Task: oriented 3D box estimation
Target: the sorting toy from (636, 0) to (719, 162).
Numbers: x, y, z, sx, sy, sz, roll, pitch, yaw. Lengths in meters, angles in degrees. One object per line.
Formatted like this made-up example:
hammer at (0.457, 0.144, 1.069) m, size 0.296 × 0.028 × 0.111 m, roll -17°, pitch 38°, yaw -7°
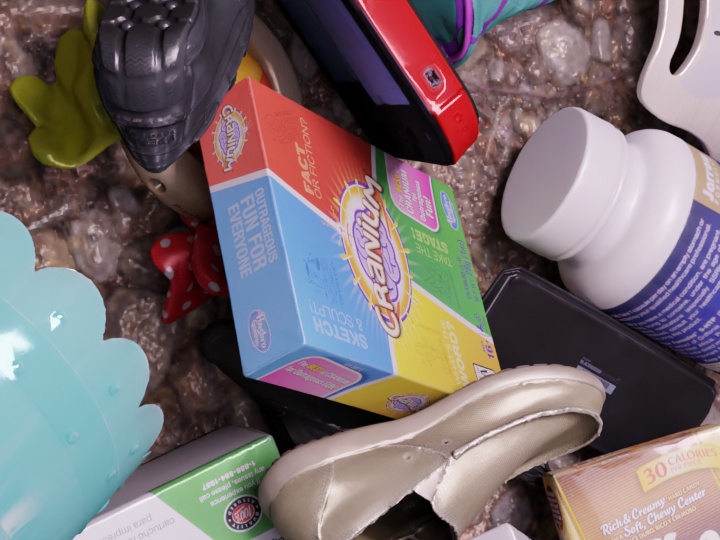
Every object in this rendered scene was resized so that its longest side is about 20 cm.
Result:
sorting toy at (0.239, -0.162, 0.897) m, size 0.178 × 0.106 × 0.203 m, roll 1°, pitch 88°, yaw -37°

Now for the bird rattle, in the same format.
bird rattle at (-0.084, -0.077, 0.778) m, size 0.200 × 0.112 × 0.164 m, roll 45°, pitch 56°, yaw -20°

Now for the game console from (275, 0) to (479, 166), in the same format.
game console at (-0.018, -0.145, 0.764) m, size 0.031 × 0.177 × 0.201 m, roll -37°, pitch 104°, yaw -11°

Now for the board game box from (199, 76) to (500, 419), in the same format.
board game box at (0.000, 0.000, 0.758) m, size 0.199 × 0.040 × 0.155 m, roll 22°, pitch 48°, yaw -52°

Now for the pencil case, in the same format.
pencil case at (0.088, -0.186, 0.829) m, size 0.199 × 0.084 × 0.094 m, roll -32°, pitch 129°, yaw -43°

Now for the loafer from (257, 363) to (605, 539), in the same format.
loafer at (0.046, 0.111, 0.740) m, size 0.197 × 0.076 × 0.069 m, roll -18°, pitch 60°, yaw -11°

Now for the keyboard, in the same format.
keyboard at (0.131, 0.087, 0.883) m, size 0.199 × 0.021 × 0.128 m, roll 29°, pitch 98°, yaw -28°

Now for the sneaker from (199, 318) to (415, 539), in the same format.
sneaker at (-0.015, 0.098, 0.816) m, size 0.199 × 0.076 × 0.092 m, roll 34°, pitch 80°, yaw -18°

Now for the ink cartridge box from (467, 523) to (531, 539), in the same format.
ink cartridge box at (0.058, 0.205, 0.789) m, size 0.115 × 0.200 × 0.067 m, roll -26°, pitch 71°, yaw 5°

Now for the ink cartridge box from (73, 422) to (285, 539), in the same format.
ink cartridge box at (-0.088, 0.209, 0.774) m, size 0.145 × 0.083 × 0.203 m, roll -24°, pitch 98°, yaw -23°

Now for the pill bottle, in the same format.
pill bottle at (0.194, -0.019, 0.884) m, size 0.198 × 0.119 × 0.121 m, roll 26°, pitch 79°, yaw -22°

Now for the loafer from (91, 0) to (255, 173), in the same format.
loafer at (-0.089, -0.119, 0.691) m, size 0.067 × 0.202 × 0.071 m, roll 2°, pitch 123°, yaw 5°

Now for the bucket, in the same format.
bucket at (-0.210, 0.071, 0.644) m, size 0.207 × 0.206 × 0.135 m, roll 47°, pitch 52°, yaw -15°

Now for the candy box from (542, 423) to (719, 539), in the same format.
candy box at (0.195, 0.206, 0.849) m, size 0.114 × 0.055 × 0.203 m, roll -16°, pitch 84°, yaw -2°
